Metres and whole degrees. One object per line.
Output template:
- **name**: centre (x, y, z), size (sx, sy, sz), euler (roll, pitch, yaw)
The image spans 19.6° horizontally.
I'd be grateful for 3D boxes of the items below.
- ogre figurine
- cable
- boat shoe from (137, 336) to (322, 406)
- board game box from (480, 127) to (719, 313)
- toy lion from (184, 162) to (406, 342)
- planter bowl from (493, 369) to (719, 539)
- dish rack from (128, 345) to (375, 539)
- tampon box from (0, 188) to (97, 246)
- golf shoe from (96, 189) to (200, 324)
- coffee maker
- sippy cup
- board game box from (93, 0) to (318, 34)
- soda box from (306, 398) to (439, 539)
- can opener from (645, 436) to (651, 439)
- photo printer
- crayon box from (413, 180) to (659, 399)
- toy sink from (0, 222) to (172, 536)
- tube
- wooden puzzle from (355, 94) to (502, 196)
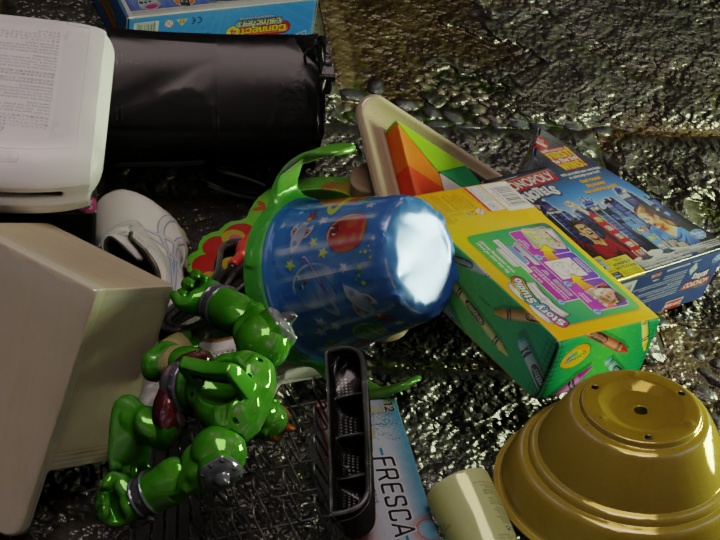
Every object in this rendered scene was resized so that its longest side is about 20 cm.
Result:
- **ogre figurine**: centre (-0.115, 0.093, 1.506), size (0.119, 0.099, 0.200), euler (-1, 38, 39)
- **cable**: centre (-0.106, 0.002, 1.672), size (0.097, 0.051, 0.199), euler (20, 27, 31)
- **boat shoe**: centre (-0.101, 0.091, 1.658), size (0.199, 0.071, 0.070), euler (-4, 68, -28)
- **board game box**: centre (0.187, -0.040, 1.823), size (0.200, 0.062, 0.199), euler (41, 32, 27)
- **toy lion**: centre (-0.055, -0.009, 1.787), size (0.190, 0.069, 0.201), euler (-1, 41, -2)
- **planter bowl**: centre (0.202, 0.132, 1.546), size (0.199, 0.084, 0.201), euler (5, 33, -3)
- **dish rack**: centre (-0.082, 0.148, 1.544), size (0.198, 0.055, 0.154), euler (-13, 45, 11)
- **tampon box**: centre (-0.320, -0.050, 1.717), size (0.198, 0.127, 0.150), euler (2, 41, -11)
- **golf shoe**: centre (-0.185, -0.015, 1.718), size (0.078, 0.097, 0.200), euler (-33, 47, 1)
- **coffee maker**: centre (-0.135, -0.160, 1.837), size (0.198, 0.193, 0.136), euler (0, 57, -10)
- **sippy cup**: centre (0.000, 0.000, 1.621), size (0.130, 0.178, 0.140), euler (-12, 42, 39)
- **board game box**: centre (-0.170, -0.295, 2.089), size (0.198, 0.056, 0.196), euler (-8, 44, -21)
- **soda box**: centre (0.013, 0.188, 1.564), size (0.068, 0.064, 0.201), euler (-2, 43, -14)
- **can opener**: centre (0.198, 0.143, 1.652), size (0.199, 0.067, 0.053), euler (-28, 54, -29)
- **photo printer**: centre (-0.282, -0.122, 1.655), size (0.165, 0.070, 0.201), euler (5, 40, -7)
- **crayon box**: centre (0.126, 0.011, 1.658), size (0.118, 0.059, 0.200), euler (-10, 42, -40)
- **toy sink**: centre (-0.244, 0.080, 1.572), size (0.130, 0.201, 0.112), euler (24, 12, 26)
- **tube**: centre (0.107, 0.237, 1.489), size (0.058, 0.052, 0.201), euler (-3, 55, -38)
- **wooden puzzle**: centre (0.081, -0.051, 1.810), size (0.184, 0.037, 0.201), euler (31, 33, -30)
